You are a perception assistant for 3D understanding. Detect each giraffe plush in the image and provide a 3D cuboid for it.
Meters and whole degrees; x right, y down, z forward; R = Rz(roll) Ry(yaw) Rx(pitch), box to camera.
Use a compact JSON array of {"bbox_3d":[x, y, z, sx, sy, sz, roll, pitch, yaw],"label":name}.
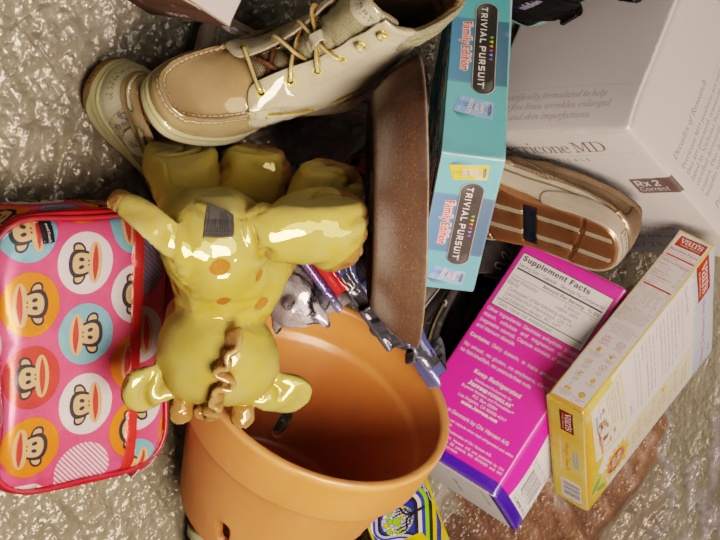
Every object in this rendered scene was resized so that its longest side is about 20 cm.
[{"bbox_3d":[-0.087,0.018,1.084,0.200,0.171,0.163,-55,155,-66],"label":"giraffe plush"}]

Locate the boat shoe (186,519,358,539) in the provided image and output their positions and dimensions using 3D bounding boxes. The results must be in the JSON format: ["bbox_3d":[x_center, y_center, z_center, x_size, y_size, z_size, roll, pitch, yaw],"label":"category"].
[{"bbox_3d":[-0.048,0.246,1.286,0.200,0.072,0.066,15,102,-16],"label":"boat shoe"}]

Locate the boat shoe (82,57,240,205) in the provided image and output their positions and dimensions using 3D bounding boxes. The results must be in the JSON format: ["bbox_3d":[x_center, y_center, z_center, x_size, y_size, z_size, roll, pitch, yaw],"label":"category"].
[{"bbox_3d":[-0.121,-0.075,1.175,0.200,0.063,0.074,43,74,-38],"label":"boat shoe"}]

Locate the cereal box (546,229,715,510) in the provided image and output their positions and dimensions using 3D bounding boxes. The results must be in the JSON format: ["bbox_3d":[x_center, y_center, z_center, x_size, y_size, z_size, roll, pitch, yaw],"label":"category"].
[{"bbox_3d":[0.225,0.082,1.317,0.200,0.039,0.144,-47,147,-28],"label":"cereal box"}]

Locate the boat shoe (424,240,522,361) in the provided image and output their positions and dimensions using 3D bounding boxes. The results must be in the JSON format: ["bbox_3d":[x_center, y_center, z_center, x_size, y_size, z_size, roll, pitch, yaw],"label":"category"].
[{"bbox_3d":[0.104,0.010,1.379,0.200,0.066,0.070,-49,127,-18],"label":"boat shoe"}]

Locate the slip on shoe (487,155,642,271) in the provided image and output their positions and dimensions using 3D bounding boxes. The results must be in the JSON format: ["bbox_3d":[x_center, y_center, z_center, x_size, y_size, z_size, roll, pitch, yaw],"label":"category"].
[{"bbox_3d":[0.135,-0.064,1.313,0.061,0.199,0.076,-47,147,-39],"label":"slip on shoe"}]

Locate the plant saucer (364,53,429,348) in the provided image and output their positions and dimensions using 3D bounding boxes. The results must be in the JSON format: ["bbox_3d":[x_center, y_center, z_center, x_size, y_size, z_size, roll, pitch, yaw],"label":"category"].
[{"bbox_3d":[0.023,-0.047,1.103,0.036,0.200,0.202,0,104,-3],"label":"plant saucer"}]

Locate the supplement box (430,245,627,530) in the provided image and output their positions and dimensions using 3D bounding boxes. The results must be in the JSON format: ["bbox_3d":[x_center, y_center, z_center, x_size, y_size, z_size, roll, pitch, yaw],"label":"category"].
[{"bbox_3d":[0.135,0.094,1.328,0.200,0.103,0.101,-54,153,-12],"label":"supplement box"}]

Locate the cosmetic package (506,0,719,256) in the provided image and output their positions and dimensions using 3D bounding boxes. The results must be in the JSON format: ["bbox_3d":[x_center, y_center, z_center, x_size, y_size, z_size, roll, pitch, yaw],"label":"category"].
[{"bbox_3d":[0.236,-0.132,1.367,0.200,0.164,0.166,39,65,-38],"label":"cosmetic package"}]

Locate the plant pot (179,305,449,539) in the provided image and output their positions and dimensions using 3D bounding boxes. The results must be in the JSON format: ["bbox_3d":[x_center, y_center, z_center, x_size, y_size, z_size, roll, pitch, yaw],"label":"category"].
[{"bbox_3d":[-0.052,0.132,1.208,0.199,0.200,0.140,-5,136,-38],"label":"plant pot"}]

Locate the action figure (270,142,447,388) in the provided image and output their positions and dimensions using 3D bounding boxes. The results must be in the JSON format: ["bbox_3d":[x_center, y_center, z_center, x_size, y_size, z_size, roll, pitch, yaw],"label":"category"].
[{"bbox_3d":[0.000,0.000,1.235,0.193,0.104,0.201,-36,99,-43],"label":"action figure"}]

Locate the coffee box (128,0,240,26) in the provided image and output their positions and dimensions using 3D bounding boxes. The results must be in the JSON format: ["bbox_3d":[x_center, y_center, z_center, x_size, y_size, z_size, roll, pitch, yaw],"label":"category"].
[{"bbox_3d":[-0.106,-0.277,1.102,0.080,0.113,0.201,28,83,-39],"label":"coffee box"}]

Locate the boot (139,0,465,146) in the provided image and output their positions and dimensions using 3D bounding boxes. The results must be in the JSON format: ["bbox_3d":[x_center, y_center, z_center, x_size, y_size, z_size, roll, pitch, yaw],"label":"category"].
[{"bbox_3d":[-0.039,-0.151,1.092,0.199,0.154,0.072,-15,80,-37],"label":"boot"}]

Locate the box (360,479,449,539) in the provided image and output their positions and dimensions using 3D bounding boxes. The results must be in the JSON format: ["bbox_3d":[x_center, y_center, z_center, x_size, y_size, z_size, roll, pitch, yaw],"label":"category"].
[{"bbox_3d":[0.043,0.246,1.383,0.064,0.070,0.201,-26,118,-10],"label":"box"}]

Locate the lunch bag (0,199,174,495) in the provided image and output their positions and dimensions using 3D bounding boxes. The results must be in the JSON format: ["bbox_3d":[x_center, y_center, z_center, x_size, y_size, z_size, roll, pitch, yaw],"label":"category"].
[{"bbox_3d":[-0.201,0.050,1.137,0.175,0.082,0.202,-6,103,-43],"label":"lunch bag"}]

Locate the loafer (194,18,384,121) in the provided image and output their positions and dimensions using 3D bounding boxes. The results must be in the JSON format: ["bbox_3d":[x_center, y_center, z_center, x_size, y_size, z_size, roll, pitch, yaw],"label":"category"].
[{"bbox_3d":[-0.037,-0.152,1.223,0.199,0.072,0.063,6,91,-37],"label":"loafer"}]

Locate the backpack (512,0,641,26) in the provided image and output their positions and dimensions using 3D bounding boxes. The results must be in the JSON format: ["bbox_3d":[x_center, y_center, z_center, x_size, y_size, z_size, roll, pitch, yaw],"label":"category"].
[{"bbox_3d":[0.124,-0.291,1.248,0.199,0.175,0.154,11,78,-39],"label":"backpack"}]

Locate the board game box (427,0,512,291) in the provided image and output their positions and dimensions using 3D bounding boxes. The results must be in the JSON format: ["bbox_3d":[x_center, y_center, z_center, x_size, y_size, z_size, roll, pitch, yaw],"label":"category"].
[{"bbox_3d":[0.078,-0.110,1.197,0.151,0.047,0.201,98,-2,-53],"label":"board game box"}]
